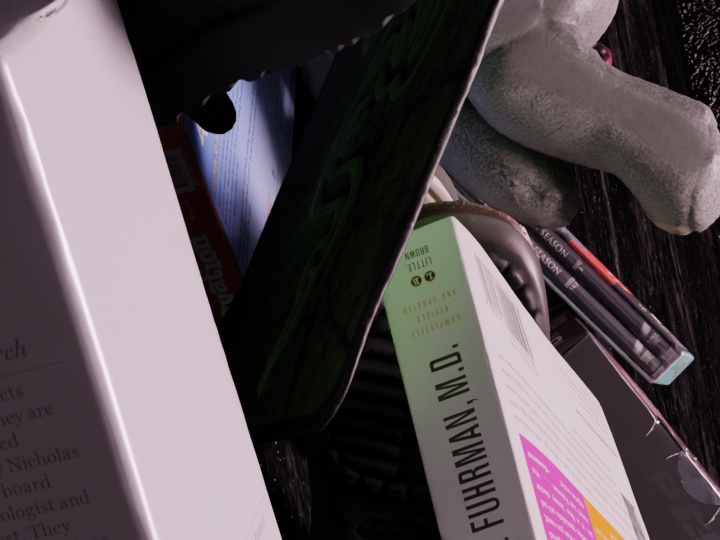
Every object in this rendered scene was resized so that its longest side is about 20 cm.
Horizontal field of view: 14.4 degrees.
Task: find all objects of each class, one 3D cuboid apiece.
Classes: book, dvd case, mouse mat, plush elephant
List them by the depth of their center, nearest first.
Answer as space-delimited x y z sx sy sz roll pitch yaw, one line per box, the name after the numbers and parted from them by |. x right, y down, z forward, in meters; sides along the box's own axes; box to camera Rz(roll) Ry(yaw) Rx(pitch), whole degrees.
0.058 0.100 0.770 0.134 0.048 0.201 51 22 -56 | book
0.003 -0.042 0.815 0.201 0.008 0.161 -67 -166 -13 | mouse mat
0.039 -0.087 1.040 0.155 0.199 0.166 127 -32 -75 | plush elephant
0.059 -0.028 1.173 0.200 0.022 0.146 46 4 7 | dvd case

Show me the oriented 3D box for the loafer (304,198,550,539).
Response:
0.015 0.047 0.929 0.071 0.073 0.201 -84 -174 -47 | loafer

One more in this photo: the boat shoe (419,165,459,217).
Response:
0.000 0.000 0.959 0.200 0.067 0.057 80 -10 -62 | boat shoe

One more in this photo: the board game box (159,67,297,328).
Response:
-0.047 -0.066 0.987 0.200 0.019 0.103 -88 163 -52 | board game box

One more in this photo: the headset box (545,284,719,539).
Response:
0.097 0.087 1.155 0.149 0.075 0.200 51 2 -11 | headset box

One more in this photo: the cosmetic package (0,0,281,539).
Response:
-0.069 0.043 0.628 0.102 0.074 0.201 -64 138 -73 | cosmetic package

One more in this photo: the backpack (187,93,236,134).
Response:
-0.049 -0.179 0.806 0.191 0.153 0.200 -107 172 -46 | backpack

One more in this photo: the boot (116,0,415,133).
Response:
-0.079 -0.110 0.668 0.162 0.198 0.074 43 61 -20 | boot
